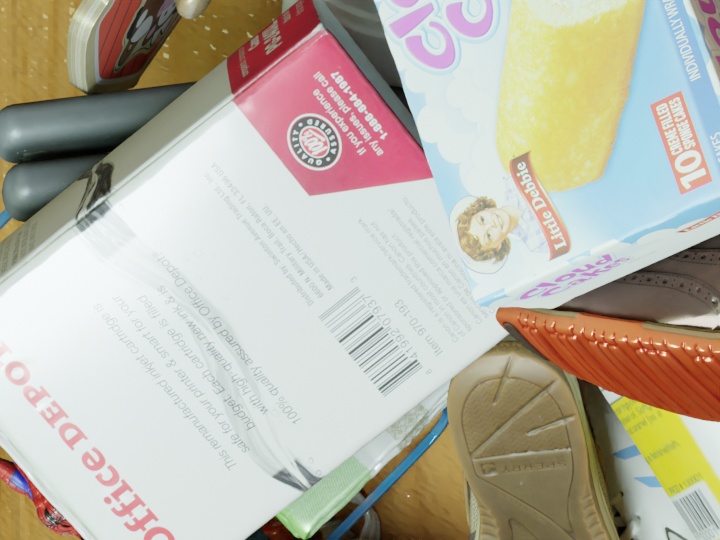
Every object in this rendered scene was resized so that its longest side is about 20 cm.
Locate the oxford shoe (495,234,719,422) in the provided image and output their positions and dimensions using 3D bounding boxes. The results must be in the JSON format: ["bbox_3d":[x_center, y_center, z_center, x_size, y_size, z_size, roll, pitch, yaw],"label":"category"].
[{"bbox_3d":[0.143,0.012,0.939,0.199,0.071,0.073,4,67,32],"label":"oxford shoe"}]

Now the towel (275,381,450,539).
[{"bbox_3d":[0.000,0.000,1.120,0.149,0.200,0.031,45,175,21],"label":"towel"}]

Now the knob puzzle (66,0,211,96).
[{"bbox_3d":[-0.063,-0.145,1.092,0.030,0.220,0.220,32,131,3],"label":"knob puzzle"}]

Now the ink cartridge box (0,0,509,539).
[{"bbox_3d":[-0.051,0.011,1.026,0.200,0.083,0.145,-37,107,6],"label":"ink cartridge box"}]

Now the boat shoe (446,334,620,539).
[{"bbox_3d":[0.076,0.096,1.093,0.072,0.072,0.201,-5,125,12],"label":"boat shoe"}]

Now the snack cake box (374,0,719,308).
[{"bbox_3d":[0.069,-0.100,0.909,0.115,0.067,0.201,-24,77,28],"label":"snack cake box"}]

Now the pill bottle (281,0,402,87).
[{"bbox_3d":[0.029,-0.183,1.038,0.116,0.116,0.201,32,128,28],"label":"pill bottle"}]

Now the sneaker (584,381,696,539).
[{"bbox_3d":[0.134,0.134,1.122,0.201,0.072,0.072,56,137,9],"label":"sneaker"}]

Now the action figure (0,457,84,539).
[{"bbox_3d":[-0.189,0.084,1.418,0.065,0.052,0.201,-36,86,42],"label":"action figure"}]

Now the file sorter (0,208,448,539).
[{"bbox_3d":[-0.070,0.034,1.202,0.200,0.123,0.139,44,177,18],"label":"file sorter"}]

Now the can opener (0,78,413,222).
[{"bbox_3d":[-0.054,-0.061,1.081,0.067,0.198,0.053,106,154,-70],"label":"can opener"}]

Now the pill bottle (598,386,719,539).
[{"bbox_3d":[0.143,0.016,1.028,0.114,0.114,0.201,-38,82,45],"label":"pill bottle"}]

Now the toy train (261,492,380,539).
[{"bbox_3d":[-0.086,0.119,1.331,0.200,0.055,0.151,35,130,27],"label":"toy train"}]
